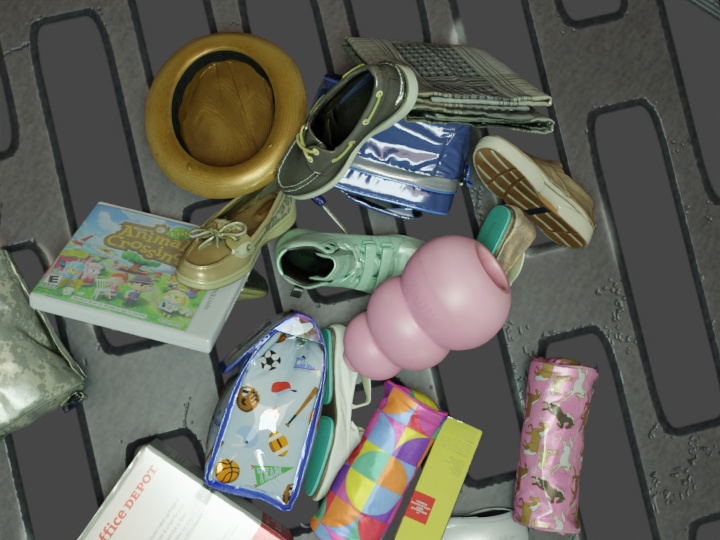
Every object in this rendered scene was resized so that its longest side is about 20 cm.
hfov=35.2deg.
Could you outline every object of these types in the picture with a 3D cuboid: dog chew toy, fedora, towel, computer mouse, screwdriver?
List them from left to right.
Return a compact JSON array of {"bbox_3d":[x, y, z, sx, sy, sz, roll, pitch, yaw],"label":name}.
[{"bbox_3d":[-0.146,-0.168,1.284,0.199,0.082,0.202,-2,74,7],"label":"fedora"},{"bbox_3d":[-0.031,-0.065,1.330,0.200,0.028,0.029,45,56,-7],"label":"screwdriver"},{"bbox_3d":[0.064,0.050,1.234,0.199,0.124,0.125,-34,89,21],"label":"dog chew toy"},{"bbox_3d":[0.099,0.318,1.303,0.199,0.044,0.110,-11,86,-4],"label":"computer mouse"},{"bbox_3d":[0.097,-0.209,1.241,0.191,0.200,0.035,1,122,-26],"label":"towel"}]

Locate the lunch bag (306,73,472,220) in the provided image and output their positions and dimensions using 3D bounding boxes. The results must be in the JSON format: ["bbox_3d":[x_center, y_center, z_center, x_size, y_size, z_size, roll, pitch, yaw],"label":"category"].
[{"bbox_3d":[0.033,-0.132,1.274,0.199,0.136,0.133,16,102,0],"label":"lunch bag"}]

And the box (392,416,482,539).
[{"bbox_3d":[0.075,0.267,1.257,0.050,0.075,0.201,23,67,8],"label":"box"}]

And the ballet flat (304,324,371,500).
[{"bbox_3d":[-0.020,0.163,1.298,0.069,0.069,0.202,6,86,-4],"label":"ballet flat"}]

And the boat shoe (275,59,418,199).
[{"bbox_3d":[-0.029,-0.143,1.157,0.201,0.060,0.072,-40,63,34],"label":"boat shoe"}]

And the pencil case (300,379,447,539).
[{"bbox_3d":[0.017,0.221,1.250,0.088,0.088,0.201,31,91,-2],"label":"pencil case"}]

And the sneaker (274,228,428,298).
[{"bbox_3d":[0.000,0.000,1.270,0.199,0.118,0.074,6,103,0],"label":"sneaker"}]

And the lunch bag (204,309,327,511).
[{"bbox_3d":[-0.100,0.139,1.238,0.123,0.170,0.201,19,87,-7],"label":"lunch bag"}]

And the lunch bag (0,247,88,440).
[{"bbox_3d":[-0.411,0.092,1.232,0.167,0.139,0.201,-31,90,-4],"label":"lunch bag"}]

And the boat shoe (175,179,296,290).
[{"bbox_3d":[-0.136,-0.048,1.243,0.073,0.200,0.063,18,128,17],"label":"boat shoe"}]

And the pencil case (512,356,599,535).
[{"bbox_3d":[0.222,0.200,1.298,0.086,0.083,0.202,9,86,-13],"label":"pencil case"}]

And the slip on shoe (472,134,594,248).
[{"bbox_3d":[0.203,-0.101,1.291,0.200,0.076,0.061,36,68,-30],"label":"slip on shoe"}]

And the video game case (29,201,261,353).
[{"bbox_3d":[-0.228,0.002,1.233,0.199,0.182,0.022,13,128,6],"label":"video game case"}]

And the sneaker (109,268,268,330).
[{"bbox_3d":[-0.205,0.032,1.299,0.198,0.077,0.089,0,119,-7],"label":"sneaker"}]

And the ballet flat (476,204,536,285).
[{"bbox_3d":[0.140,0.021,1.309,0.067,0.068,0.201,27,101,-37],"label":"ballet flat"}]

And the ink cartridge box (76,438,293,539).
[{"bbox_3d":[-0.194,0.302,1.263,0.199,0.084,0.145,35,86,-2],"label":"ink cartridge box"}]
